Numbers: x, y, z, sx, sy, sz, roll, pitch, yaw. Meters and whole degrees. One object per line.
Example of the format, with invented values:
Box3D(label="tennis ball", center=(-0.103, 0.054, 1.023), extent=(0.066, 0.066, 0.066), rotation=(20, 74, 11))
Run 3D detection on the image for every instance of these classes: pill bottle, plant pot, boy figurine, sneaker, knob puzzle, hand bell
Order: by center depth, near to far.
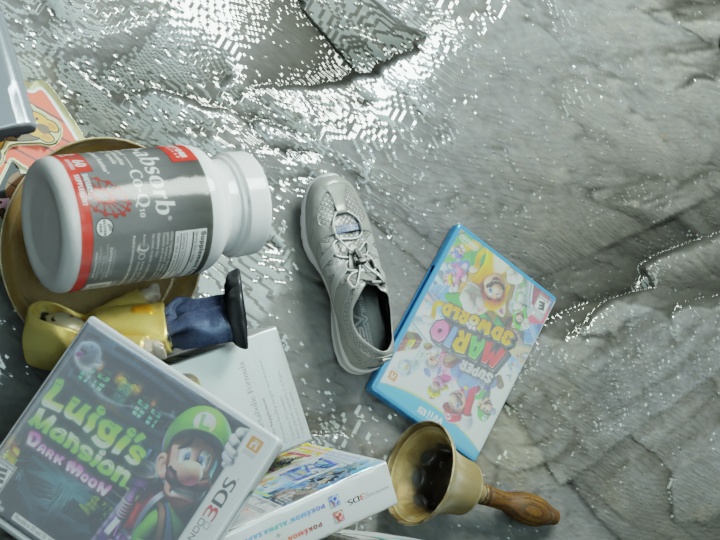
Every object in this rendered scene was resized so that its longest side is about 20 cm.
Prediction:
Box3D(label="pill bottle", center=(-0.186, -0.050, 1.228), extent=(0.198, 0.115, 0.118), rotation=(-9, 89, -33))
Box3D(label="boy figurine", center=(-0.198, 0.045, 1.233), extent=(0.197, 0.125, 0.065), rotation=(-6, 117, -1))
Box3D(label="knob puzzle", center=(-0.323, -0.085, 1.261), extent=(0.217, 0.030, 0.223), rotation=(3, 83, -25))
Box3D(label="plant pot", center=(-0.237, -0.020, 1.280), extent=(0.198, 0.027, 0.203), rotation=(-2, 95, -32))
Box3D(label="sneaker", center=(0.000, 0.000, 1.375), extent=(0.074, 0.082, 0.203), rotation=(-17, 92, -25))
Box3D(label="hand bell", center=(0.130, 0.229, 1.428), extent=(0.199, 0.104, 0.105), rotation=(22, 75, -35))

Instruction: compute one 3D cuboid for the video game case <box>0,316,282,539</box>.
Box3D(label="video game case", center=(-0.192, 0.163, 1.134), extent=(0.199, 0.023, 0.183), rotation=(30, 77, 15))

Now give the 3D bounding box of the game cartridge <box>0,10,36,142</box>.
Box3D(label="game cartridge", center=(-0.395, -0.162, 1.214), extent=(0.198, 0.042, 0.135), rotation=(-15, 82, -21))

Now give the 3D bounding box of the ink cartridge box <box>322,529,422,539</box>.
Box3D(label="ink cartridge box", center=(0.003, 0.319, 1.281), extent=(0.144, 0.200, 0.149), rotation=(7, 82, -23))

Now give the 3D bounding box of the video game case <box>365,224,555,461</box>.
Box3D(label="video game case", center=(0.107, 0.075, 1.454), extent=(0.143, 0.018, 0.201), rotation=(36, 72, -19))

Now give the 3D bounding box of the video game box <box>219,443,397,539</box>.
Box3D(label="video game box", center=(-0.090, 0.211, 1.249), extent=(0.181, 0.199, 0.047), rotation=(-23, 99, -24))

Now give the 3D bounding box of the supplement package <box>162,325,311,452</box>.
Box3D(label="supplement package", center=(-0.165, 0.137, 1.269), extent=(0.198, 0.109, 0.115), rotation=(-20, 93, -25))
